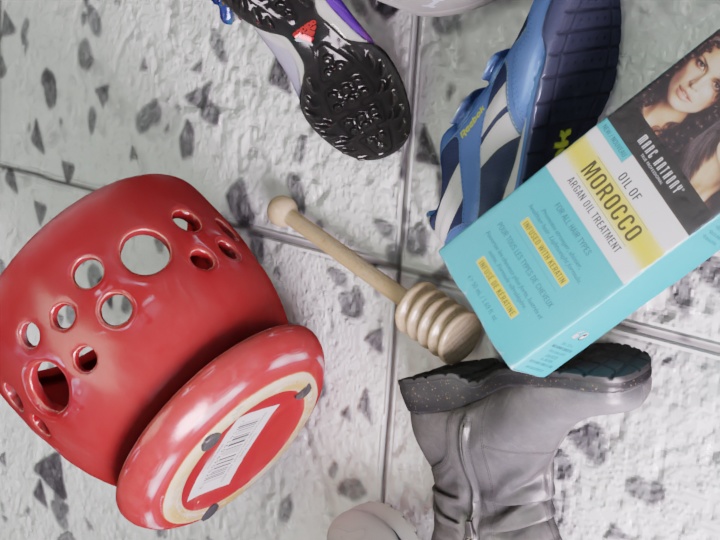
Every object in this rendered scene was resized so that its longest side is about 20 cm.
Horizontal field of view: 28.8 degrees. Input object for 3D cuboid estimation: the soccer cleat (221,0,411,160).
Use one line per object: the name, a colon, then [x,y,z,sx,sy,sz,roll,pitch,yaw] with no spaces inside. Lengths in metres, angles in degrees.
soccer cleat: [-0.030,-0.153,0.881,0.068,0.200,0.073,-29,37,17]

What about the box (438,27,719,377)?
box: [0.144,-0.034,0.736,0.200,0.049,0.083,-39,66,18]

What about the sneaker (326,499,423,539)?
sneaker: [0.012,0.214,0.894,0.200,0.080,0.077,38,145,61]

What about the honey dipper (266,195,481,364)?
honey dipper: [0.000,0.000,0.942,0.200,0.038,0.038,34,118,39]

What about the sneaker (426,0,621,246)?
sneaker: [0.089,-0.088,0.816,0.082,0.074,0.201,36,118,38]

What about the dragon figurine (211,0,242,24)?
dragon figurine: [-0.058,-0.260,0.907,0.059,0.099,0.202,23,114,58]

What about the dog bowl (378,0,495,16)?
dog bowl: [0.034,-0.250,0.813,0.198,0.059,0.202,4,100,24]

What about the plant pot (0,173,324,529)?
plant pot: [-0.135,0.063,0.976,0.182,0.200,0.201,43,124,20]

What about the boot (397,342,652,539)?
boot: [0.108,0.117,0.839,0.199,0.069,0.133,-13,90,55]
